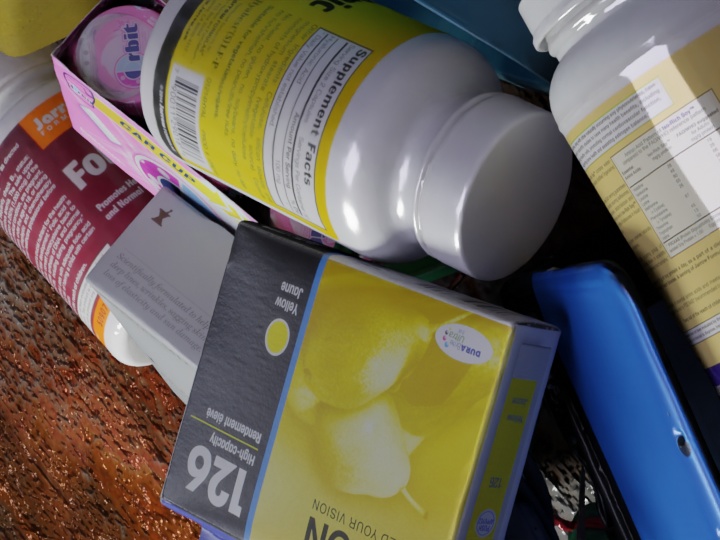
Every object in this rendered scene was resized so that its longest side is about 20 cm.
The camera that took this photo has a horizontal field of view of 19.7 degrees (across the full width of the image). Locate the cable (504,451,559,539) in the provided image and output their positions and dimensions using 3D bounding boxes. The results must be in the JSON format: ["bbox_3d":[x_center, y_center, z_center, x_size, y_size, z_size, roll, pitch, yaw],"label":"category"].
[{"bbox_3d":[0.047,0.137,1.002,0.201,0.051,0.163,60,154,18],"label":"cable"}]

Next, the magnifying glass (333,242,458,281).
[{"bbox_3d":[0.000,0.000,1.041,0.200,0.022,0.080,-47,68,10],"label":"magnifying glass"}]

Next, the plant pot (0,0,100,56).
[{"bbox_3d":[-0.174,-0.237,1.129,0.195,0.194,0.201,42,144,25],"label":"plant pot"}]

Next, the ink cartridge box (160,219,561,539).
[{"bbox_3d":[-0.013,0.096,0.961,0.197,0.047,0.201,19,94,45],"label":"ink cartridge box"}]

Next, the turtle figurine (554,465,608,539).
[{"bbox_3d":[0.133,0.192,1.049,0.100,0.149,0.202,-10,78,57],"label":"turtle figurine"}]

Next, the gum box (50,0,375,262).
[{"bbox_3d":[-0.069,-0.059,1.133,0.200,0.066,0.114,39,167,8],"label":"gum box"}]

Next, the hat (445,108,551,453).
[{"bbox_3d":[0.070,0.030,1.125,0.165,0.177,0.200,36,162,-21],"label":"hat"}]

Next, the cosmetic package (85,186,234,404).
[{"bbox_3d":[-0.075,0.043,1.182,0.101,0.074,0.200,37,170,23],"label":"cosmetic package"}]

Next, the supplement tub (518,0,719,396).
[{"bbox_3d":[0.168,-0.056,0.860,0.201,0.145,0.145,59,142,5],"label":"supplement tub"}]

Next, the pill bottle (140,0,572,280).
[{"bbox_3d":[-0.001,-0.070,0.981,0.199,0.111,0.112,28,131,35],"label":"pill bottle"}]

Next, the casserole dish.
[{"bbox_3d":[0.020,-0.143,0.983,0.039,0.199,0.121,-61,28,1],"label":"casserole dish"}]

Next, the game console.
[{"bbox_3d":[0.158,0.073,0.936,0.118,0.170,0.201,-20,95,44],"label":"game console"}]

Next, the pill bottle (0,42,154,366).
[{"bbox_3d":[-0.166,-0.048,1.282,0.200,0.114,0.115,46,139,21],"label":"pill bottle"}]
